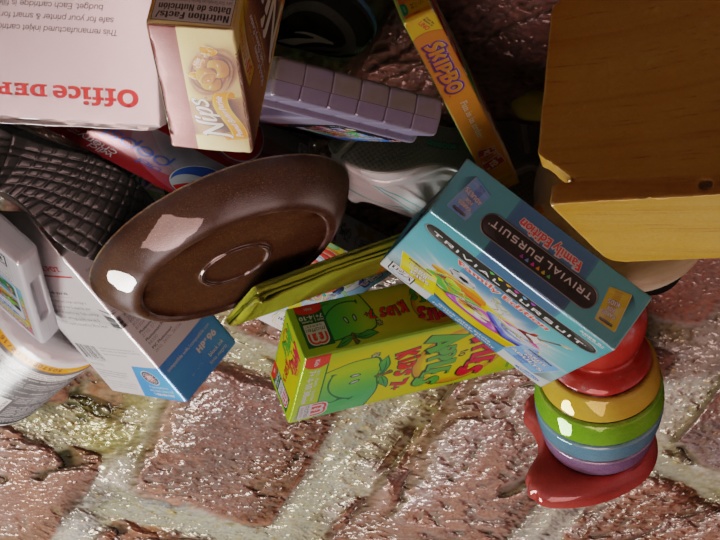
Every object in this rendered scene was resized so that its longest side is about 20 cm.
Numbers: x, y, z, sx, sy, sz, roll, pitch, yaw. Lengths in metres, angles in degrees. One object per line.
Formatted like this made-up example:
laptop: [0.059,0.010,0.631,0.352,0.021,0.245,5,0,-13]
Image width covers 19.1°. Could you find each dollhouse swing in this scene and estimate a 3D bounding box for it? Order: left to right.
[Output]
dollhouse swing: [0.225,-0.076,1.390,0.182,0.200,0.176,-3,145,16]

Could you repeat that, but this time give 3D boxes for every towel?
towel: [0.000,0.000,1.604,0.200,0.018,0.086,-19,168,-23]

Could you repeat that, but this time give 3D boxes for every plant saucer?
plant saucer: [-0.094,-0.015,1.524,0.200,0.032,0.200,-23,160,-9]

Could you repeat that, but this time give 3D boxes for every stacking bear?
stacking bear: [0.188,0.084,1.719,0.114,0.121,0.200,-1,137,3]

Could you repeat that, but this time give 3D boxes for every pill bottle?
pill bottle: [-0.292,0.061,1.775,0.116,0.116,0.200,26,141,-24]

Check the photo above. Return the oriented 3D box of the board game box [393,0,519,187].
board game box: [0.059,-0.135,1.433,0.030,0.096,0.200,-23,139,4]

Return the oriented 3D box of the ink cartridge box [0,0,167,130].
ink cartridge box: [-0.185,-0.197,1.330,0.145,0.084,0.200,4,115,6]

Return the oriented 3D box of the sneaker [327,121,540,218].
sneaker: [0.075,-0.068,1.561,0.200,0.070,0.080,13,153,5]

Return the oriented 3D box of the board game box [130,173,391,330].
board game box: [-0.091,-0.026,1.678,0.200,0.034,0.134,27,142,-26]

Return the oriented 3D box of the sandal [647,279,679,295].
sandal: [0.156,-0.005,1.604,0.200,0.045,0.075,3,126,-14]

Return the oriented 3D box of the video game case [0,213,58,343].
video game case: [-0.307,-0.044,1.583,0.200,0.024,0.182,41,164,11]

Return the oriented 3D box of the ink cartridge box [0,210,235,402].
ink cartridge box: [-0.201,0.005,1.631,0.116,0.068,0.200,4,138,52]

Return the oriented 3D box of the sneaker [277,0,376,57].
sneaker: [-0.089,-0.171,1.423,0.200,0.083,0.071,12,141,-8]

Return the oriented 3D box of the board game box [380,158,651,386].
board game box: [0.100,0.007,1.468,0.151,0.047,0.200,37,167,-1]

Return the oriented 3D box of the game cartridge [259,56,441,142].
game cartridge: [-0.046,-0.114,1.441,0.130,0.038,0.200,17,176,-28]

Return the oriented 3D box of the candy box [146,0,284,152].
candy box: [-0.079,-0.185,1.297,0.055,0.200,0.115,4,146,7]

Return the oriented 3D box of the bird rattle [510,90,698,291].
bird rattle: [0.191,-0.059,1.473,0.200,0.163,0.113,31,159,-16]

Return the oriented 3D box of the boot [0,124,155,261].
boot: [-0.236,-0.083,1.523,0.200,0.131,0.068,28,101,-25]

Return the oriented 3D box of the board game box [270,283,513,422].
board game box: [0.036,0.054,1.681,0.200,0.048,0.102,-12,150,-18]

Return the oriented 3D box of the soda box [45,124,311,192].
soda box: [-0.135,-0.104,1.542,0.200,0.070,0.063,28,144,-27]
